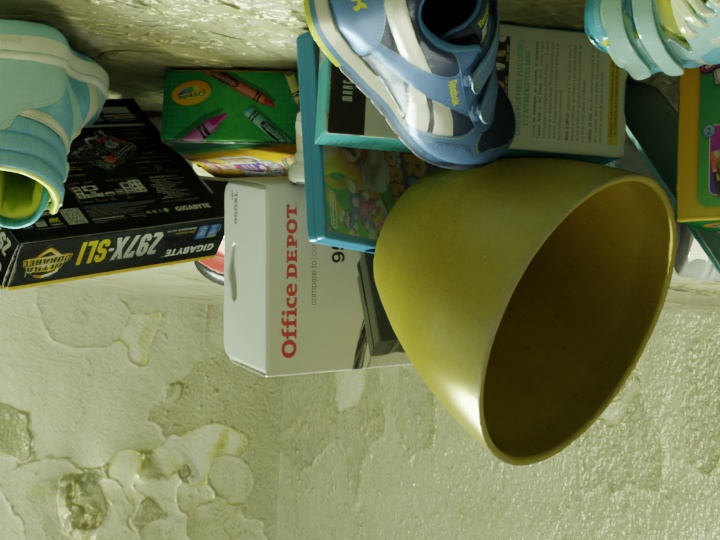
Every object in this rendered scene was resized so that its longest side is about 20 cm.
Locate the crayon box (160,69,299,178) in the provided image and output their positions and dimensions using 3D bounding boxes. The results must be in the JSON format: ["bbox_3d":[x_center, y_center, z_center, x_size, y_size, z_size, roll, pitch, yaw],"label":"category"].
[{"bbox_3d":[-0.078,-0.113,1.087,0.118,0.059,0.200,2,174,10],"label":"crayon box"}]

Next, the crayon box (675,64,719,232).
[{"bbox_3d":[0.291,-0.088,0.785,0.199,0.120,0.058,-1,173,36],"label":"crayon box"}]

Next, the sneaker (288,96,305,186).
[{"bbox_3d":[0.020,-0.114,0.997,0.073,0.081,0.200,8,-164,30],"label":"sneaker"}]

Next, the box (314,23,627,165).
[{"bbox_3d":[0.072,-0.117,0.860,0.198,0.083,0.049,4,175,-10],"label":"box"}]

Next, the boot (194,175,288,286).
[{"bbox_3d":[-0.067,-0.021,1.161,0.199,0.073,0.144,9,157,17],"label":"boot"}]

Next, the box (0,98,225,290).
[{"bbox_3d":[-0.221,-0.065,1.018,0.199,0.050,0.160,-11,-132,-46],"label":"box"}]

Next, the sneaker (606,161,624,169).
[{"bbox_3d":[0.159,-0.064,0.990,0.088,0.201,0.081,-23,-140,-29],"label":"sneaker"}]

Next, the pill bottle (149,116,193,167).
[{"bbox_3d":[-0.261,-0.083,1.197,0.198,0.114,0.113,1,174,13],"label":"pill bottle"}]

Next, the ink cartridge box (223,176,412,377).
[{"bbox_3d":[0.000,0.000,1.028,0.199,0.146,0.084,-3,-173,-26],"label":"ink cartridge box"}]

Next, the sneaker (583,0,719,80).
[{"bbox_3d":[0.165,-0.137,0.640,0.130,0.080,0.200,-1,173,21],"label":"sneaker"}]

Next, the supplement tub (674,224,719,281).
[{"bbox_3d":[0.367,-0.054,1.102,0.198,0.133,0.132,1,174,5],"label":"supplement tub"}]

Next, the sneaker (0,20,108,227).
[{"bbox_3d":[-0.231,-0.092,0.930,0.079,0.132,0.200,2,177,5],"label":"sneaker"}]

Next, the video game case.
[{"bbox_3d":[0.032,-0.079,0.943,0.018,0.144,0.199,-14,165,40],"label":"video game case"}]

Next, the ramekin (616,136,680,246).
[{"bbox_3d":[0.175,-0.036,1.105,0.201,0.204,0.094,3,163,-6],"label":"ramekin"}]

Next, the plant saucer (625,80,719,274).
[{"bbox_3d":[0.239,-0.064,0.959,0.036,0.201,0.200,-33,165,12],"label":"plant saucer"}]

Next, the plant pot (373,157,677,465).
[{"bbox_3d":[0.092,0.006,0.872,0.142,0.201,0.199,29,-168,37],"label":"plant pot"}]

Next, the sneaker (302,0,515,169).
[{"bbox_3d":[0.048,-0.120,0.745,0.082,0.074,0.200,-14,151,28],"label":"sneaker"}]
